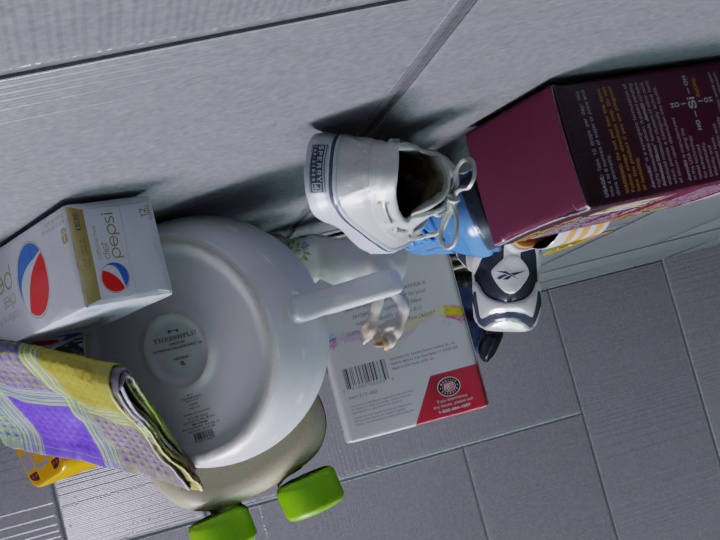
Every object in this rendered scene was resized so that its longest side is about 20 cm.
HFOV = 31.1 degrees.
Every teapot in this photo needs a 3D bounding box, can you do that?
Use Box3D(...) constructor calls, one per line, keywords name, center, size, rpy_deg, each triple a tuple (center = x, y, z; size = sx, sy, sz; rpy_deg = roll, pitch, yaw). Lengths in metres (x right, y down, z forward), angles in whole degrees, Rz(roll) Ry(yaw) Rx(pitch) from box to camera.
Box3D(name="teapot", center=(-0.096, 0.046, 0.971), size=(0.200, 0.197, 0.146), rpy_deg=(31, -160, 20))

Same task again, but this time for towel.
Box3D(name="towel", center=(-0.213, 0.097, 0.905), size=(0.200, 0.023, 0.144), rpy_deg=(9, 145, 28))

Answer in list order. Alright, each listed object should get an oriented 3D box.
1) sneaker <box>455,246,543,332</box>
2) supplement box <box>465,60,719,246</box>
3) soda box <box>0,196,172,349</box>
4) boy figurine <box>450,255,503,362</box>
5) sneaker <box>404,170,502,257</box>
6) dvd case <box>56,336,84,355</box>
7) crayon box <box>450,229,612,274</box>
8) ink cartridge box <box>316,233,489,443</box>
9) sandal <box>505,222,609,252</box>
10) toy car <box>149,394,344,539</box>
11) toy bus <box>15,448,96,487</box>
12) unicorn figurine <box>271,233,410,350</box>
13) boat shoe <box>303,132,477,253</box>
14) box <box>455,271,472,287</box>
Box3D(name="sneaker", center=(0.125, -0.050, 1.159), size=(0.079, 0.130, 0.199), rpy_deg=(4, -148, 4))
Box3D(name="supplement box", center=(0.190, -0.085, 0.903), size=(0.200, 0.086, 0.110), rpy_deg=(-12, 174, -29))
Box3D(name="soda box", center=(-0.207, 0.010, 0.879), size=(0.064, 0.068, 0.200), rpy_deg=(-9, 172, -39))
Box3D(name="boy figurine", center=(0.058, 0.034, 1.381), size=(0.200, 0.124, 0.064), rpy_deg=(21, -172, 14))
Box3D(name="sneaker", center=(0.057, -0.036, 0.999), size=(0.078, 0.066, 0.200), rpy_deg=(-20, -174, -3))
Box3D(name="dvd case", center=(-0.219, 0.059, 1.192), size=(0.200, 0.025, 0.150), rpy_deg=(-10, -156, -42))
Box3D(name="crayon box", center=(0.168, -0.039, 1.467), size=(0.200, 0.052, 0.126), rpy_deg=(-11, 173, -32))
Box3D(name="ink cartridge box", center=(0.030, 0.057, 1.298), size=(0.146, 0.200, 0.083), rpy_deg=(-14, 177, -4))
Box3D(name="sandal", center=(0.192, -0.069, 1.084), size=(0.059, 0.079, 0.207), rpy_deg=(7, -160, 42))
Box3D(name="toy car", center=(-0.106, 0.147, 1.171), size=(0.158, 0.164, 0.200), rpy_deg=(-23, 178, -2))
Box3D(name="toy bus", center=(-0.218, 0.127, 1.184), size=(0.065, 0.078, 0.200), rpy_deg=(-36, 167, 39))
Box3D(name="unicorn figurine", center=(0.000, 0.000, 1.145), size=(0.200, 0.137, 0.074), rpy_deg=(1, -179, -12))
Box3D(name="boat shoe", center=(0.035, -0.053, 0.846), size=(0.086, 0.075, 0.202), rpy_deg=(1, 172, 17))
Box3D(name="box", center=(0.056, 0.031, 1.523), size=(0.158, 0.051, 0.200), rpy_deg=(-4, -172, 4))
